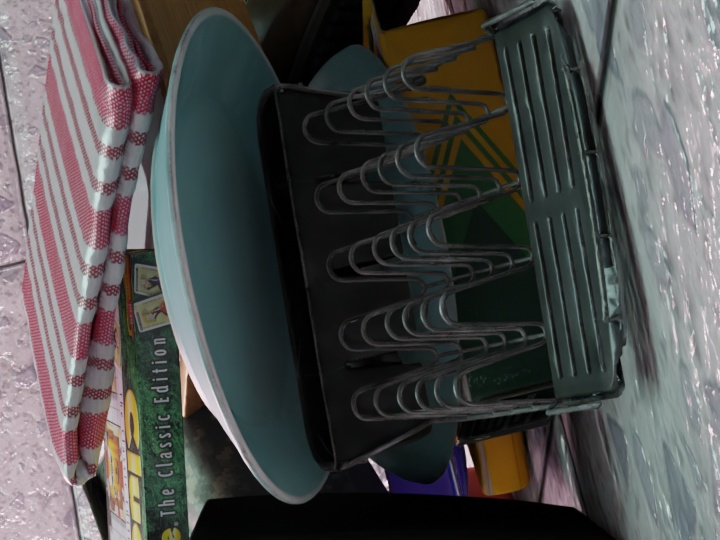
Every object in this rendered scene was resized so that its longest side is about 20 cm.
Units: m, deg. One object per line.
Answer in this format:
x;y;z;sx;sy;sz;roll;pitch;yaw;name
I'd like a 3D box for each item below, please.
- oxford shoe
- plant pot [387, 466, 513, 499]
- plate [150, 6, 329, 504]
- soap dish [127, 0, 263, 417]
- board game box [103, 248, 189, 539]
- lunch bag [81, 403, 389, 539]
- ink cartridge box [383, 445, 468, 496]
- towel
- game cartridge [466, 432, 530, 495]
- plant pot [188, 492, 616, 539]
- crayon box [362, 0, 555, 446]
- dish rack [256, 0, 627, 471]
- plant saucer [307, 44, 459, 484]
-0.027;-0.130;1.010;0.085;0.072;0.200;50;131;21;oxford shoe
0.033;0.241;1.221;0.201;0.199;0.178;84;164;-72;plant pot
-0.048;-0.005;0.806;0.200;0.025;0.202;-11;-90;-77;plate
-0.087;-0.047;0.982;0.201;0.081;0.158;101;152;-55;soap dish
-0.095;0.091;0.878;0.105;0.023;0.202;180;87;-71;board game box
-0.077;0.147;1.100;0.165;0.117;0.201;60;144;35;lunch bag
0.022;0.047;1.064;0.200;0.043;0.200;-92;-12;-77;ink cartridge box
-0.115;-0.028;0.855;0.147;0.030;0.201;-113;31;-55;towel
0.057;0.000;1.154;0.177;0.032;0.201;-106;7;-64;game cartridge
0.031;0.193;0.869;0.200;0.176;0.202;149;111;-88;plant pot
0.046;-0.031;0.908;0.126;0.051;0.201;88;169;-78;crayon box
0.028;-0.011;0.729;0.200;0.054;0.155;161;99;-66;dish rack
0.000;0.000;0.905;0.200;0.027;0.202;169;90;-76;plant saucer
